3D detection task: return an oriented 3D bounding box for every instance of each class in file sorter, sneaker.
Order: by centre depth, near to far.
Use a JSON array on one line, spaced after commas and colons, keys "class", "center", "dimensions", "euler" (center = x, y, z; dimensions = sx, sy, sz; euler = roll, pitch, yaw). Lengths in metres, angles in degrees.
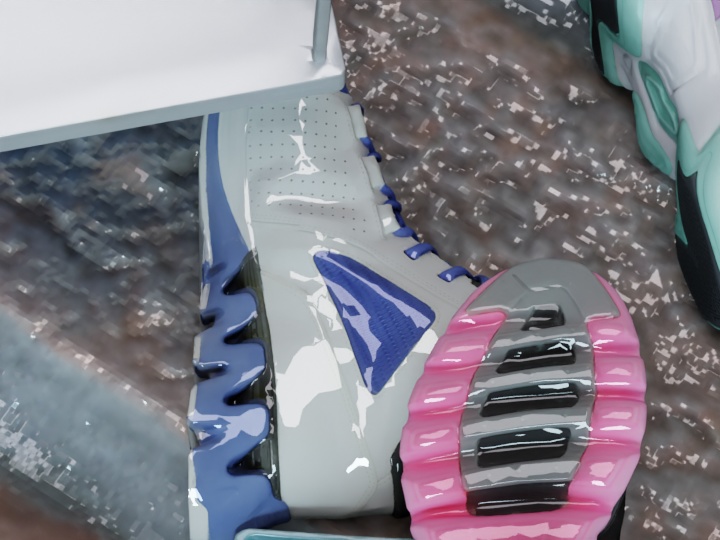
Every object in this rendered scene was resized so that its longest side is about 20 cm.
[{"class": "file sorter", "center": [-0.090, -0.157, 0.866], "dimensions": [0.138, 0.125, 0.201], "euler": [-11, 74, -5]}, {"class": "sneaker", "center": [0.054, 0.098, 0.914], "dimensions": [0.078, 0.095, 0.201], "euler": [4, 80, 10]}, {"class": "sneaker", "center": [0.000, 0.001, 0.974], "dimensions": [0.114, 0.081, 0.201], "euler": [3, 74, -3]}, {"class": "sneaker", "center": [0.160, -0.085, 1.010], "dimensions": [0.139, 0.078, 0.201], "euler": [-16, 78, -8]}]

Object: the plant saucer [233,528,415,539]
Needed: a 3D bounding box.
[{"class": "plant saucer", "center": [-0.013, 0.185, 0.908], "dimensions": [0.069, 0.019, 0.201], "euler": [3, 77, 1]}]
